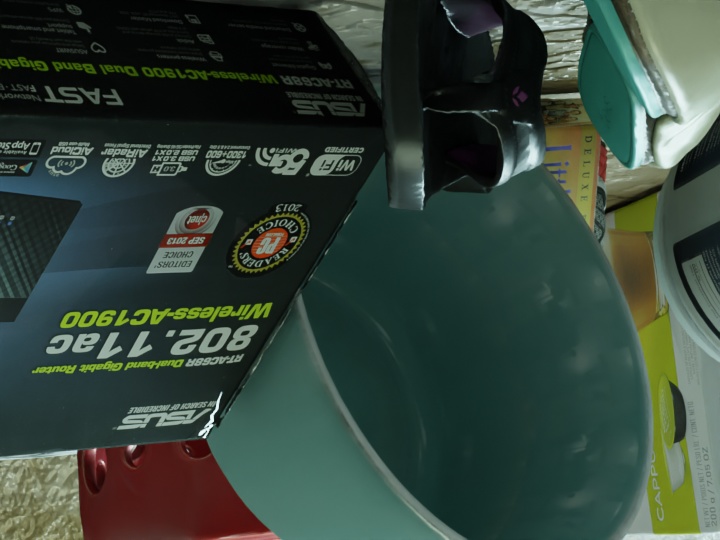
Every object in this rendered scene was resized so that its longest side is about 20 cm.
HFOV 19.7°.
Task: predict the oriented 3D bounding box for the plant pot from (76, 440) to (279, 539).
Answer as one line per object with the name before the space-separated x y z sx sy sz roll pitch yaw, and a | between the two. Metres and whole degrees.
plant pot | -0.072 0.074 1.239 0.200 0.183 0.200 -5 174 0

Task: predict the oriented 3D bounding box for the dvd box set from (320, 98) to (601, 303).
dvd box set | 0.000 0.000 0.891 0.200 0.146 0.029 -5 -147 -8

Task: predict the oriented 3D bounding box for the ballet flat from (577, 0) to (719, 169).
ballet flat | 0.097 -0.077 0.622 0.069 0.070 0.200 -6 176 5

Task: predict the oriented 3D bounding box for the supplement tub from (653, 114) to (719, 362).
supplement tub | 0.195 -0.024 0.775 0.140 0.140 0.200 -5 174 -8

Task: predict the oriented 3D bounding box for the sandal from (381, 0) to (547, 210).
sandal | 0.038 -0.059 0.653 0.048 0.075 0.200 -1 -176 10

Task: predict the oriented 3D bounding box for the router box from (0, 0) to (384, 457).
router box | -0.107 -0.011 0.642 0.200 0.062 0.150 -1 136 -40

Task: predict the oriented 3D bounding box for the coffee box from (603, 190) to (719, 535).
coffee box | 0.255 0.055 1.263 0.200 0.200 0.198 -4 174 -15

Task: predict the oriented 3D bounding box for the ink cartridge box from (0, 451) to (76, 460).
ink cartridge box | -0.218 0.059 1.281 0.068 0.116 0.200 -7 174 24

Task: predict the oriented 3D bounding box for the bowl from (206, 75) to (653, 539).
bowl | 0.010 0.036 0.801 0.105 0.201 0.201 -29 160 38

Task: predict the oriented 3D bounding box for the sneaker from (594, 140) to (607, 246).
sneaker | 0.027 -0.019 0.938 0.200 0.082 0.078 -2 173 -22
